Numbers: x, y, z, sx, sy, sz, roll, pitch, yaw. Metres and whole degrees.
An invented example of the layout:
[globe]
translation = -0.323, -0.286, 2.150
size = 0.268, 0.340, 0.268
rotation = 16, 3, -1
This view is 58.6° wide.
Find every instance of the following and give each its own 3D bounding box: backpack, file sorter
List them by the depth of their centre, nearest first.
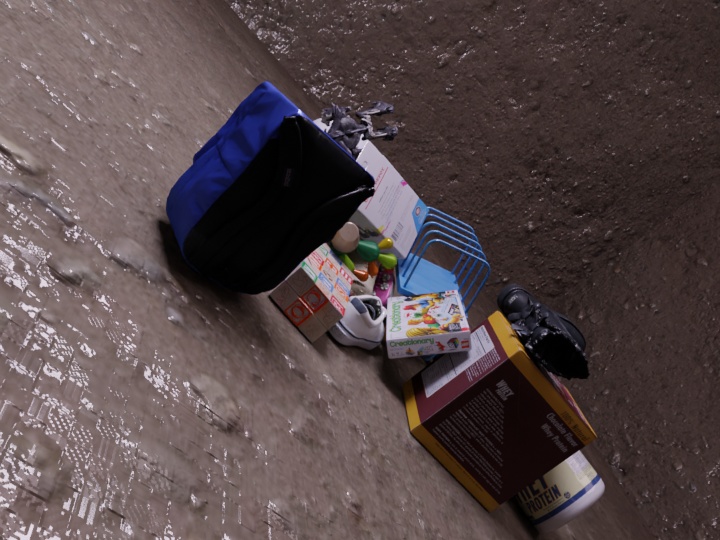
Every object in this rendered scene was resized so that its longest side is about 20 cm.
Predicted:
[backpack]
translation = -0.111, -0.083, 0.714
size = 0.162, 0.200, 0.168
rotation = 35, 10, -41
[file sorter]
translation = 0.154, -0.020, 1.216
size = 0.138, 0.123, 0.200
rotation = 25, 21, -10

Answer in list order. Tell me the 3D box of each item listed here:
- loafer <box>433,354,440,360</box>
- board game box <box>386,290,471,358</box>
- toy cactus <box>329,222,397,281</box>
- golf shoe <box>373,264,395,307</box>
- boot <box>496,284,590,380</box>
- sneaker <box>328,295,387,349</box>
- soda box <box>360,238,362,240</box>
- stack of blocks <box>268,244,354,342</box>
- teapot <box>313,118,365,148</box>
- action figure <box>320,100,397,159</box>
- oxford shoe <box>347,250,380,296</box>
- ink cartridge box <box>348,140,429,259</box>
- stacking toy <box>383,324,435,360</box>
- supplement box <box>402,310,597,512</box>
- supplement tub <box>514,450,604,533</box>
[loafer]
translation = 0.163, 0.142, 1.313
size = 0.201, 0.072, 0.073
rotation = 60, -13, 24
[board game box]
translation = 0.106, 0.083, 1.039
size = 0.200, 0.125, 0.035
rotation = -81, 163, -74
[toy cactus]
translation = -0.023, -0.052, 1.051
size = 0.199, 0.103, 0.165
rotation = 29, -12, -4
[golf shoe]
translation = 0.040, 0.022, 1.271
size = 0.201, 0.075, 0.092
rotation = -98, 162, -56
[boot]
translation = 0.296, 0.109, 0.965
size = 0.198, 0.073, 0.163
rotation = 38, 12, -21
[sneaker]
translation = 0.012, 0.077, 0.990
size = 0.073, 0.071, 0.200
rotation = 53, 10, 11
[soda box]
translation = -0.057, -0.108, 1.184
size = 0.199, 0.071, 0.063
rotation = 10, 39, -49
[stack of blocks]
translation = -0.073, 0.009, 0.908
size = 0.115, 0.058, 0.200
rotation = 49, 12, -10
[teapot]
translation = -0.070, -0.238, 1.472
size = 0.198, 0.198, 0.147
rotation = 82, 23, -50
[action figure]
translation = -0.018, -0.257, 1.202
size = 0.199, 0.102, 0.120
rotation = -27, 102, -44
[oxford shoe]
translation = 0.000, 0.000, 1.173
size = 0.071, 0.074, 0.200
rotation = 45, 13, -27
[ink cartridge box]
translation = 0.027, -0.124, 1.151
size = 0.068, 0.116, 0.200
rotation = 4, -31, 46
[stacking toy]
translation = 0.091, 0.107, 1.183
size = 0.110, 0.116, 0.200
rotation = 56, 26, 19
[supplement box]
translation = 0.206, 0.214, 0.982
size = 0.197, 0.200, 0.133
rotation = 47, 12, -16
[supplement tub]
translation = 0.316, 0.341, 1.143
size = 0.201, 0.145, 0.145
rotation = 54, 12, 19
